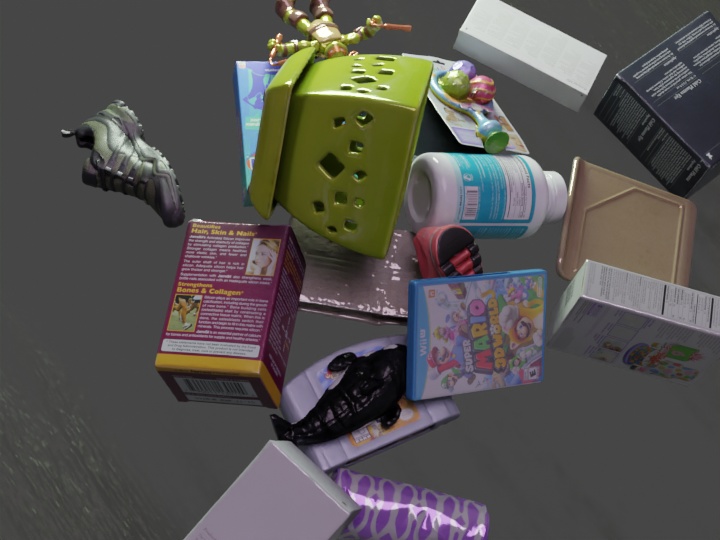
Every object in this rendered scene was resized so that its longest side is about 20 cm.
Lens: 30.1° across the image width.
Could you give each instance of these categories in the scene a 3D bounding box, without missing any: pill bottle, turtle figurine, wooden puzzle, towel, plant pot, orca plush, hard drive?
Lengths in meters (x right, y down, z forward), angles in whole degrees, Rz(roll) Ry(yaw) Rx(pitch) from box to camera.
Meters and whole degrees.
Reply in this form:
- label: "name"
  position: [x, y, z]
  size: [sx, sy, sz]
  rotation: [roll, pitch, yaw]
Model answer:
- label: "pill bottle"
  position: [0.165, -0.095, 1.726]
  size: [0.200, 0.111, 0.111]
  rotation: [0, 63, -25]
- label: "turtle figurine"
  position: [-0.043, -0.323, 1.814]
  size: [0.200, 0.064, 0.161]
  rotation: [-18, 45, -11]
- label: "wooden puzzle"
  position: [0.354, -0.040, 1.782]
  size: [0.200, 0.037, 0.185]
  rotation: [22, 61, -13]
- label: "towel"
  position: [0.000, 0.000, 1.698]
  size: [0.200, 0.034, 0.133]
  rotation: [10, 60, -8]
- label: "plant pot"
  position: [-0.026, -0.154, 1.601]
  size: [0.181, 0.200, 0.199]
  rotation: [13, 26, 2]
- label: "orca plush"
  position: [-0.012, 0.138, 1.565]
  size: [0.200, 0.071, 0.105]
  rotation: [-18, 68, -19]
- label: "hard drive"
  position: [0.086, -0.184, 1.783]
  size: [0.200, 0.042, 0.135]
  rotation: [7, 62, -23]

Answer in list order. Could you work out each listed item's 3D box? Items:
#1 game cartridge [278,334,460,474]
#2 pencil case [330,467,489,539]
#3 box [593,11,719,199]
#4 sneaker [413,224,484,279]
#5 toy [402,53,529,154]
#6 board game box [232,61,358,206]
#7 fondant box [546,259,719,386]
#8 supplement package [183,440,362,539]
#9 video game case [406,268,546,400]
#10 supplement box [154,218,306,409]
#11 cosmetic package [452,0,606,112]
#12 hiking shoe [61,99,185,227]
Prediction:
- label: "game cartridge"
  position: [0.006, 0.156, 1.620]
  size: [0.200, 0.042, 0.133]
  rotation: [-21, 74, -20]
- label: "pencil case"
  position: [0.051, 0.289, 1.540]
  size: [0.200, 0.084, 0.086]
  rotation: [16, 102, -2]
- label: "box"
  position: [0.466, -0.228, 1.868]
  size: [0.200, 0.104, 0.182]
  rotation: [-34, 74, -24]
- label: "sneaker"
  position: [0.125, 0.027, 1.667]
  size: [0.074, 0.087, 0.200]
  rotation: [-33, 114, -23]
- label: "toy"
  position: [0.146, -0.236, 1.776]
  size: [0.115, 0.047, 0.200]
  rotation: [4, 44, -32]
- label: "board game box"
  position: [-0.085, -0.181, 1.765]
  size: [0.152, 0.045, 0.200]
  rotation: [-2, 65, -13]
- label: "fondant box"
  position: [0.349, 0.068, 1.672]
  size: [0.200, 0.144, 0.058]
  rotation: [17, 60, -3]
- label: "supplement package"
  position: [-0.109, 0.294, 1.441]
  size: [0.117, 0.117, 0.200]
  rotation: [42, 89, 11]
- label: "video game case"
  position: [0.143, 0.076, 1.623]
  size: [0.200, 0.018, 0.143]
  rotation: [-5, 101, -32]
- label: "supplement box"
  position: [-0.151, 0.051, 1.584]
  size: [0.131, 0.103, 0.200]
  rotation: [4, 62, 14]
- label: "cosmetic package"
  position: [0.239, -0.308, 1.892]
  size: [0.200, 0.051, 0.083]
  rotation: [28, 60, 4]
- label: "hiking shoe"
  position: [-0.295, -0.118, 1.683]
  size: [0.101, 0.076, 0.200]
  rotation: [-30, 64, -14]
